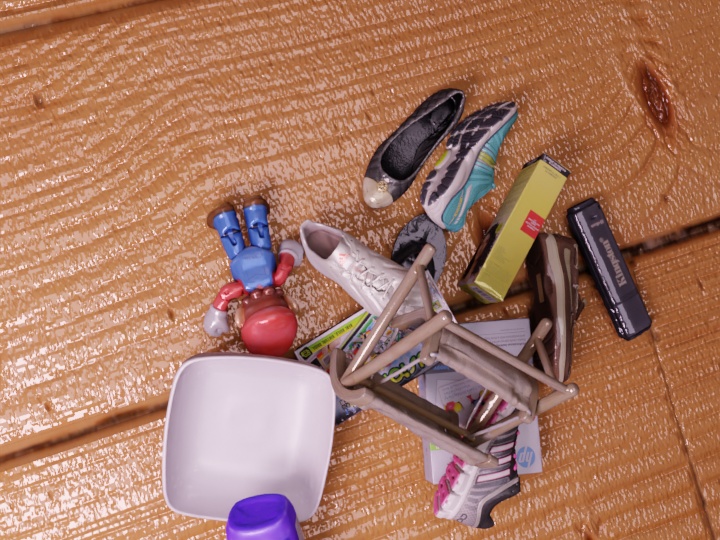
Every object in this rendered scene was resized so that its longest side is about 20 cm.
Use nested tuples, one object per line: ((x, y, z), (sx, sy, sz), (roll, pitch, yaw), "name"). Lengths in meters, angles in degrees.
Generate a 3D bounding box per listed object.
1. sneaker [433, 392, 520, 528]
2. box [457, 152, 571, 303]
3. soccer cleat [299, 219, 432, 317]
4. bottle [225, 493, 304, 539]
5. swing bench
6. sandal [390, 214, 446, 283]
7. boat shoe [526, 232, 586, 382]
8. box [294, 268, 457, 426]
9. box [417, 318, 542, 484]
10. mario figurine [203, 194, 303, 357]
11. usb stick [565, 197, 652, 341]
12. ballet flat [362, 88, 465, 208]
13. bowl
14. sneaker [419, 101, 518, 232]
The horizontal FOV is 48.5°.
((0.171, 0.234, 1.002), (0.087, 0.074, 0.202), (31, 84, -8), "sneaker")
((0.206, -0.055, 1.073), (0.050, 0.075, 0.202), (32, 79, -7), "box")
((0.000, 0.000, 0.978), (0.198, 0.078, 0.070), (29, 76, 32), "soccer cleat")
((-0.097, 0.358, 0.943), (0.082, 0.066, 0.203), (-10, 116, 6), "bottle")
((0.098, 0.117, 0.904), (0.197, 0.131, 0.201), (29, 118, -22), "swing bench")
((0.063, 0.021, 1.049), (0.074, 0.048, 0.203), (25, 81, -8), "sandal")
((0.274, 0.050, 1.080), (0.073, 0.075, 0.207), (0, 85, -17), "boat shoe")
((0.027, 0.097, 1.015), (0.198, 0.035, 0.111), (-32, 90, 3), "box")
((0.155, 0.170, 1.060), (0.153, 0.041, 0.204), (-3, 87, -11), "box")
((-0.136, 0.017, 1.008), (0.122, 0.106, 0.204), (-20, 77, 23), "mario figurine")
((0.347, -0.001, 1.118), (0.055, 0.033, 0.203), (-24, 90, -12), "usb stick")
((0.068, -0.167, 1.062), (0.066, 0.057, 0.201), (38, 79, -5), "ballet flat")
((-0.134, 0.192, 0.963), (0.196, 0.075, 0.204), (7, 101, -11), "bowl")
((0.152, -0.143, 1.081), (0.080, 0.077, 0.202), (42, 75, -32), "sneaker")
